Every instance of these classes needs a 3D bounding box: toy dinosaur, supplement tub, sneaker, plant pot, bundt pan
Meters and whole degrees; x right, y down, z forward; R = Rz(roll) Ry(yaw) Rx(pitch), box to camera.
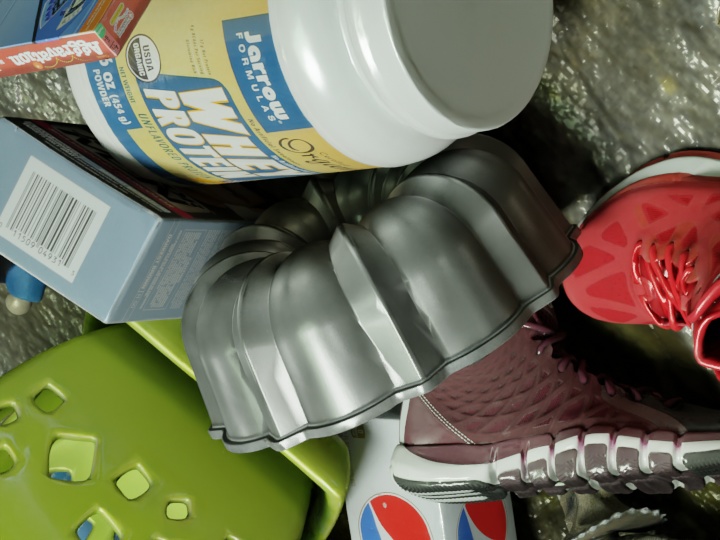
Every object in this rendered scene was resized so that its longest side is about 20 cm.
[{"bbox_3d":[0.169,0.171,1.239,0.199,0.077,0.103,25,127,20],"label":"toy dinosaur"},{"bbox_3d":[-0.026,-0.117,1.136,0.199,0.145,0.145,-4,118,42],"label":"supplement tub"},{"bbox_3d":[0.109,0.050,1.210,0.198,0.117,0.076,-4,166,12],"label":"sneaker"},{"bbox_3d":[-0.119,0.131,1.300,0.199,0.182,0.200,39,159,6],"label":"plant pot"},{"bbox_3d":[0.000,0.000,1.159,0.201,0.202,0.076,-15,111,45],"label":"bundt pan"},{"bbox_3d":[0.147,0.002,1.103,0.199,0.115,0.079,-22,106,46],"label":"sneaker"}]

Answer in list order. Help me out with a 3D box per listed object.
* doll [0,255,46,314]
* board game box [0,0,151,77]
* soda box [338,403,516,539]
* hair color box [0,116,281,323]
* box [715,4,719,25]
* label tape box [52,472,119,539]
[{"bbox_3d":[-0.235,-0.034,1.447,0.199,0.048,0.137,-12,113,45],"label":"doll"},{"bbox_3d":[-0.107,-0.170,1.127,0.102,0.201,0.019,-6,137,43],"label":"board game box"},{"bbox_3d":[0.043,0.164,1.316,0.068,0.063,0.202,1,106,39],"label":"soda box"},{"bbox_3d":[-0.110,-0.025,1.239,0.099,0.200,0.061,32,100,16],"label":"hair color box"},{"bbox_3d":[0.251,-0.163,0.887,0.192,0.122,0.201,25,133,23],"label":"box"},{"bbox_3d":[-0.098,0.161,1.468,0.200,0.066,0.144,40,137,5],"label":"label tape box"}]
